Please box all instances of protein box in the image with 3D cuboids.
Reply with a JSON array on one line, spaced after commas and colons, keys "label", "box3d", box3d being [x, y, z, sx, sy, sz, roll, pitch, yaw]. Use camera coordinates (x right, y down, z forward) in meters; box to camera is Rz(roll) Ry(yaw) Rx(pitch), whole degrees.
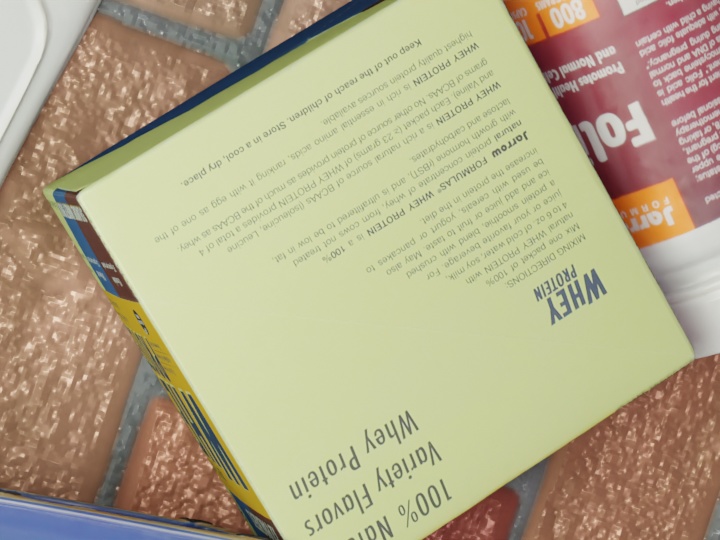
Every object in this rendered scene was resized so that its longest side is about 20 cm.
[{"label": "protein box", "box3d": [0.000, 0.000, 0.935, 0.198, 0.135, 0.200, -32, 100, -10]}]

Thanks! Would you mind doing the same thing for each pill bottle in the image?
[{"label": "pill bottle", "box3d": [0.140, -0.068, 0.975, 0.114, 0.114, 0.200, -27, 99, -10]}]

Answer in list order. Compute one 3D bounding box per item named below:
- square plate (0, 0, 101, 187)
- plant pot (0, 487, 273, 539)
[{"label": "square plate", "box3d": [-0.223, -0.081, 0.893, 0.198, 0.028, 0.200, 29, 85, -36]}, {"label": "plant pot", "box3d": [-0.128, 0.187, 0.891, 0.200, 0.200, 0.180, 12, 84, -14]}]
